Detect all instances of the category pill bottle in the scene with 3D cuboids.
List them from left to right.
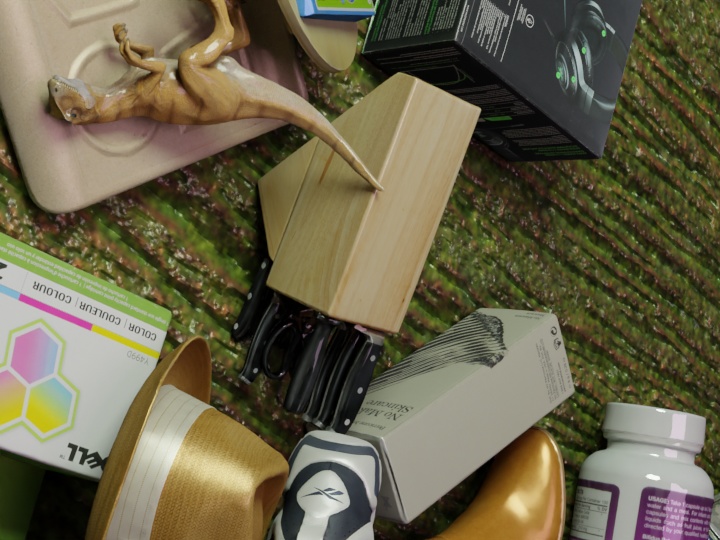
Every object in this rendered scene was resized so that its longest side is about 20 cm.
[{"bbox_3d":[0.229,0.214,1.114,0.112,0.112,0.201,17,80,-43],"label":"pill bottle"}]

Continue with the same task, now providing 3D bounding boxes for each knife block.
[{"bbox_3d":[0.000,0.000,0.848,0.064,0.200,0.176,17,50,-43],"label":"knife block"}]

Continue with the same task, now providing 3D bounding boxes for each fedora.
[{"bbox_3d":[-0.090,0.136,0.758,0.201,0.082,0.201,16,90,-83],"label":"fedora"}]

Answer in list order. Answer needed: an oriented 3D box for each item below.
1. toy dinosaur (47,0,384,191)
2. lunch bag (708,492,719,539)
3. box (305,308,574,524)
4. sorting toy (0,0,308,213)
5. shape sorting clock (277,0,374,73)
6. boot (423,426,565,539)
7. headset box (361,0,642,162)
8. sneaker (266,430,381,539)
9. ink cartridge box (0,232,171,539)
[{"bbox_3d":[-0.083,-0.109,0.792,0.199,0.060,0.107,4,96,-19],"label":"toy dinosaur"},{"bbox_3d":[0.350,0.279,1.225,0.200,0.139,0.168,-13,84,-43],"label":"lunch bag"},{"bbox_3d":[0.061,0.098,0.970,0.200,0.082,0.069,-30,113,-41],"label":"box"},{"bbox_3d":[-0.134,-0.151,0.808,0.200,0.036,0.186,-26,109,-36],"label":"sorting toy"},{"bbox_3d":[-0.041,-0.220,0.836,0.200,0.039,0.201,-13,90,-71],"label":"shape sorting clock"},{"bbox_3d":[0.076,0.205,0.992,0.144,0.071,0.202,19,83,-46],"label":"boot"},{"bbox_3d":[0.119,-0.194,1.005,0.200,0.093,0.175,28,72,-41],"label":"headset box"},{"bbox_3d":[-0.029,0.213,0.831,0.130,0.079,0.200,-67,170,-60],"label":"sneaker"},{"bbox_3d":[-0.203,0.090,0.716,0.148,0.076,0.201,28,71,-41],"label":"ink cartridge box"}]
